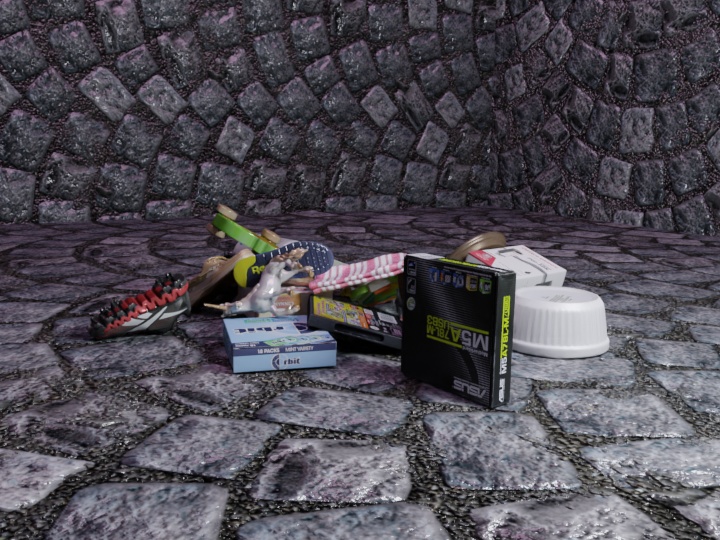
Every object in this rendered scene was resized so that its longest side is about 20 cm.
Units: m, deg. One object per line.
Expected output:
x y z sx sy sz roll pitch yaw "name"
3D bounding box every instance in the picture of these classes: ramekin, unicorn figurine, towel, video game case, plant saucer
0.355 0.089 1.410 0.201 0.095 0.202 1 10 0 "ramekin"
-0.171 0.037 1.420 0.136 0.074 0.200 -3 29 27 "unicorn figurine"
0.000 0.000 1.526 0.198 0.030 0.146 -13 10 5 "towel"
-0.009 0.093 1.408 0.179 0.026 0.200 16 7 -6 "video game case"
0.269 -0.014 1.837 0.199 0.201 0.030 -7 52 -38 "plant saucer"

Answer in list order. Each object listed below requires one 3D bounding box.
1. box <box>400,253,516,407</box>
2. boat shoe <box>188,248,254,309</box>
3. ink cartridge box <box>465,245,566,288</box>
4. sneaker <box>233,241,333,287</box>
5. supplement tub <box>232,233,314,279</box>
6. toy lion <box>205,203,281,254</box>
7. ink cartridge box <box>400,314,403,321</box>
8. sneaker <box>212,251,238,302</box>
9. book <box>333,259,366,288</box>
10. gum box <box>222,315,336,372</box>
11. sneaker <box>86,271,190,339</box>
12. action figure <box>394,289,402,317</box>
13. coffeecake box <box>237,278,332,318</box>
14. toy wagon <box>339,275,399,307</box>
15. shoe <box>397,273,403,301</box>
0.140 0.082 1.145 0.047 0.195 0.199 -4 12 -38 "box"
-0.303 0.005 1.605 0.200 0.069 0.074 -36 -15 24 "boat shoe"
0.352 0.013 1.768 0.199 0.083 0.147 -8 32 -40 "ink cartridge box"
-0.152 -0.014 1.534 0.198 0.075 0.082 -9 -2 -2 "sneaker"
-0.206 -0.015 1.840 0.131 0.133 0.199 -8 14 -42 "supplement tub"
-0.212 -0.054 1.643 0.199 0.069 0.191 30 1 -34 "toy lion"
0.172 0.083 1.362 0.116 0.068 0.200 43 27 18 "ink cartridge box"
-0.319 0.015 1.708 0.198 0.115 0.075 0 10 -6 "sneaker"
-0.040 0.005 1.714 0.133 0.048 0.200 22 -2 15 "book"
-0.144 0.122 1.319 0.169 0.045 0.200 -2 9 -15 "gum box"
-0.403 0.087 1.429 0.200 0.098 0.071 -28 33 -19 "sneaker"
0.177 0.053 1.573 0.199 0.103 0.119 -17 -9 30 "action figure"
-0.160 0.060 1.588 0.152 0.074 0.200 -2 11 -21 "coffeecake box"
0.049 0.037 1.641 0.199 0.040 0.155 -16 -17 -32 "toy wagon"
0.129 0.061 1.504 0.053 0.070 0.200 -2 39 -26 "shoe"
